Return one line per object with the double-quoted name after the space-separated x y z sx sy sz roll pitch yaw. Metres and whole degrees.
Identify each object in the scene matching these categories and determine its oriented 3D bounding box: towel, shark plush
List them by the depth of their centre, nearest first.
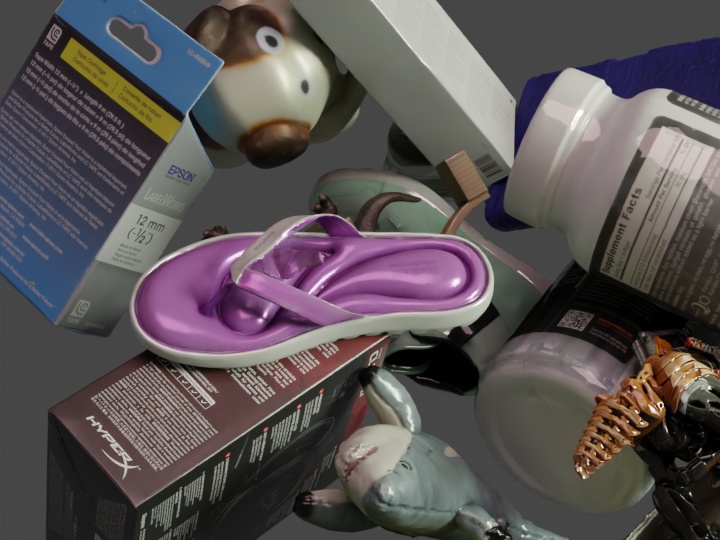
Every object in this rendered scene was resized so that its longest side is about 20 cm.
0.047 0.139 0.744 0.083 0.200 0.091 25 74 49 "shark plush"
0.191 -0.089 0.915 0.199 0.050 0.148 -7 46 35 "towel"

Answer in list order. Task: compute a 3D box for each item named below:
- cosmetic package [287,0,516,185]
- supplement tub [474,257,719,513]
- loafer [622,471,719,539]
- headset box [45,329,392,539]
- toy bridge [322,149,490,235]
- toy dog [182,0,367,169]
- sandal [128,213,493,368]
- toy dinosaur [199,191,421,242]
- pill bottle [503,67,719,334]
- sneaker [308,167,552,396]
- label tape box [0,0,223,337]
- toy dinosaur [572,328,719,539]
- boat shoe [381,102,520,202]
0.031 -0.147 0.907 0.050 0.200 0.083 -25 35 30 "cosmetic package"
0.168 0.048 0.861 0.122 0.123 0.200 28 49 19 "supplement tub"
0.204 0.150 0.800 0.073 0.071 0.200 34 50 25 "loafer"
-0.074 0.092 0.759 0.077 0.149 0.200 42 54 21 "headset box"
0.000 0.000 0.854 0.199 0.027 0.067 -32 90 -18 "toy bridge"
-0.079 -0.139 0.951 0.193 0.140 0.200 -24 9 -7 "toy dog"
-0.024 -0.001 0.718 0.201 0.050 0.083 -8 52 -19 "sandal"
-0.047 0.011 0.896 0.199 0.077 0.103 -17 52 -5 "toy dinosaur"
0.191 -0.035 0.778 0.199 0.117 0.116 26 47 15 "pill bottle"
0.026 0.006 0.913 0.200 0.074 0.118 31 43 18 "sneaker"
-0.175 -0.079 0.897 0.143 0.066 0.201 38 96 28 "label tape box"
0.178 0.091 0.729 0.199 0.102 0.136 -19 62 -28 "toy dinosaur"
0.115 -0.082 1.030 0.201 0.065 0.075 -2 54 -13 "boat shoe"
